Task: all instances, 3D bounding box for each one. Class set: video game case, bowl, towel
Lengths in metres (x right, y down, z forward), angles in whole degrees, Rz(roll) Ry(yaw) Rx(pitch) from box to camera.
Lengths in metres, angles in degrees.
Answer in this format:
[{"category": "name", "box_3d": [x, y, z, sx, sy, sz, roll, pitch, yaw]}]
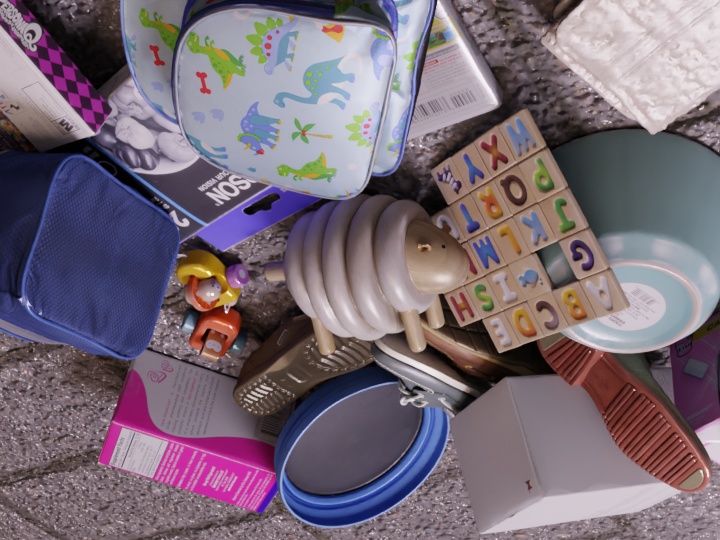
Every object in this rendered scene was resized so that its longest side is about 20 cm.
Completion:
[{"category": "video game case", "box_3d": [-0.313, -0.171, 0.774, 0.180, 0.036, 0.200, -8, 132, 40]}, {"category": "bowl", "box_3d": [0.219, -0.007, 0.835, 0.199, 0.106, 0.202, 6, 138, 6]}, {"category": "video game case", "box_3d": [-0.018, -0.165, 0.771, 0.199, 0.023, 0.182, -16, 132, 28]}, {"category": "towel", "box_3d": [0.233, -0.185, 0.687, 0.132, 0.035, 0.200, 33, 133, -25]}, {"category": "bowl", "box_3d": [0.000, 0.187, 1.074, 0.199, 0.039, 0.202, -16, 129, -20]}]

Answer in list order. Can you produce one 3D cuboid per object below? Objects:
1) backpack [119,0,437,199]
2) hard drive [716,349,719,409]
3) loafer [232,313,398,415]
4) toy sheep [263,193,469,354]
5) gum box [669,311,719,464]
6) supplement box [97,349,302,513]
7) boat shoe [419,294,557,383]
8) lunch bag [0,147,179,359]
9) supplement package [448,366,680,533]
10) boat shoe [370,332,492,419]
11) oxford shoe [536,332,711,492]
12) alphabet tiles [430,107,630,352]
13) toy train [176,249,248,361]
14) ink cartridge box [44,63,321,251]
[{"category": "backpack", "box_3d": [-0.056, -0.154, 0.664, 0.198, 0.148, 0.184, 14, 137, 2]}, {"category": "hard drive", "box_3d": [0.369, 0.131, 0.829, 0.134, 0.043, 0.201, -8, 136, 20]}, {"category": "loafer", "box_3d": [-0.048, 0.071, 1.011, 0.199, 0.068, 0.076, -30, 131, 17]}, {"category": "toy sheep", "box_3d": [0.000, 0.000, 0.871, 0.199, 0.139, 0.138, -6, 136, 26]}, {"category": "gum box", "box_3d": [0.371, 0.076, 0.887, 0.066, 0.114, 0.200, 28, 136, -20]}, {"category": "supplement box", "box_3d": [-0.178, 0.180, 1.129, 0.199, 0.102, 0.104, 21, 138, -11]}, {"category": "boat shoe", "box_3d": [0.108, 0.070, 0.969, 0.199, 0.072, 0.068, 25, 135, -20]}, {"category": "lunch bag", "box_3d": [-0.253, -0.012, 0.830, 0.131, 0.137, 0.200, 8, 162, 24]}, {"category": "supplement package", "box_3d": [0.207, 0.171, 0.966, 0.199, 0.118, 0.117, 0, 152, -28]}, {"category": "boat shoe", "box_3d": [0.072, 0.118, 0.995, 0.200, 0.073, 0.062, 29, 101, -44]}, {"category": "oxford shoe", "box_3d": [0.249, 0.106, 0.906, 0.200, 0.074, 0.071, 52, 137, 17]}, {"category": "alphabet tiles", "box_3d": [0.114, -0.020, 0.827, 0.168, 0.008, 0.200, 62, 148, 1]}, {"category": "toy train", "box_3d": [-0.192, 0.030, 0.997, 0.199, 0.056, 0.150, 27, 138, -17]}, {"category": "ink cartridge box", "box_3d": [-0.142, -0.085, 0.852, 0.200, 0.044, 0.198, 36, 141, -27]}]
